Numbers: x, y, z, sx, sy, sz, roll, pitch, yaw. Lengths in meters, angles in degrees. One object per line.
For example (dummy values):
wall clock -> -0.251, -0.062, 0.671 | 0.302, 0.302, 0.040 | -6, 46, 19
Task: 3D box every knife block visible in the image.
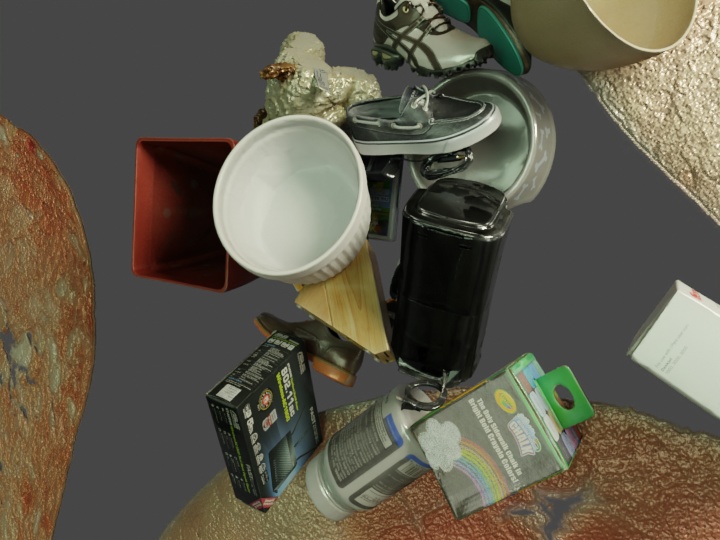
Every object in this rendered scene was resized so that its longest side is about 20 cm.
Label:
knife block -> 0.000, 0.000, 0.770 | 0.197, 0.064, 0.178 | 29, 82, 24

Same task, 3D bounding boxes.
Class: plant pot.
plant pot -> -0.215, -0.087, 0.878 | 0.195, 0.175, 0.207 | 8, 97, 29
plant pot -> 0.239, -0.303, 0.617 | 0.134, 0.195, 0.207 | -18, 83, 64

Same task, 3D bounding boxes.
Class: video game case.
video game case -> -0.027, -0.148, 0.855 | 0.195, 0.022, 0.189 | 9, 97, 28

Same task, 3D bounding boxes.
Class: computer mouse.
computer mouse -> 0.059, -0.138, 0.737 | 0.196, 0.034, 0.060 | 11, 70, 40

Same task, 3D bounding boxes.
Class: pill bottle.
pill bottle -> 0.019, 0.258, 0.796 | 0.199, 0.113, 0.115 | -41, 73, 24

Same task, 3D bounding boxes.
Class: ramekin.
ramekin -> -0.077, -0.078, 0.723 | 0.194, 0.105, 0.207 | -4, 73, 14

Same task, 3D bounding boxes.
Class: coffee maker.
coffee maker -> 0.105, 0.021, 0.660 | 0.130, 0.194, 0.205 | 2, 124, -1

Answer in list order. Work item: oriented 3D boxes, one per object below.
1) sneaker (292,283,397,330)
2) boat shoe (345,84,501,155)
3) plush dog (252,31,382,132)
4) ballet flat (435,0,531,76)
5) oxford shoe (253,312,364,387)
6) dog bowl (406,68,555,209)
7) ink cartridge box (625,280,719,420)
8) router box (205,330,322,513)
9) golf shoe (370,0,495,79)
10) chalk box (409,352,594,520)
sneaker -> -0.022, 0.036, 0.838 | 0.197, 0.078, 0.079 | 33, 93, 21
boat shoe -> 0.070, -0.189, 0.692 | 0.195, 0.073, 0.069 | 4, 138, 33
plush dog -> -0.086, -0.214, 0.805 | 0.199, 0.159, 0.175 | 38, 133, 22
ballet flat -> 0.159, -0.329, 0.714 | 0.068, 0.068, 0.201 | -38, 69, -5
oxford shoe -> -0.078, 0.103, 0.881 | 0.196, 0.071, 0.074 | 25, 84, 22
dog bowl -> 0.146, -0.161, 0.734 | 0.195, 0.058, 0.207 | 2, 94, 29
ink cartridge box -> 0.378, 0.101, 0.563 | 0.198, 0.143, 0.086 | 36, 109, 23
router box -> -0.129, 0.215, 0.817 | 0.061, 0.150, 0.205 | 11, 124, 29
golf shoe -> 0.081, -0.300, 0.716 | 0.197, 0.077, 0.097 | 26, 135, 41
chalk box -> 0.184, 0.187, 0.694 | 0.198, 0.123, 0.127 | -36, 74, 25
